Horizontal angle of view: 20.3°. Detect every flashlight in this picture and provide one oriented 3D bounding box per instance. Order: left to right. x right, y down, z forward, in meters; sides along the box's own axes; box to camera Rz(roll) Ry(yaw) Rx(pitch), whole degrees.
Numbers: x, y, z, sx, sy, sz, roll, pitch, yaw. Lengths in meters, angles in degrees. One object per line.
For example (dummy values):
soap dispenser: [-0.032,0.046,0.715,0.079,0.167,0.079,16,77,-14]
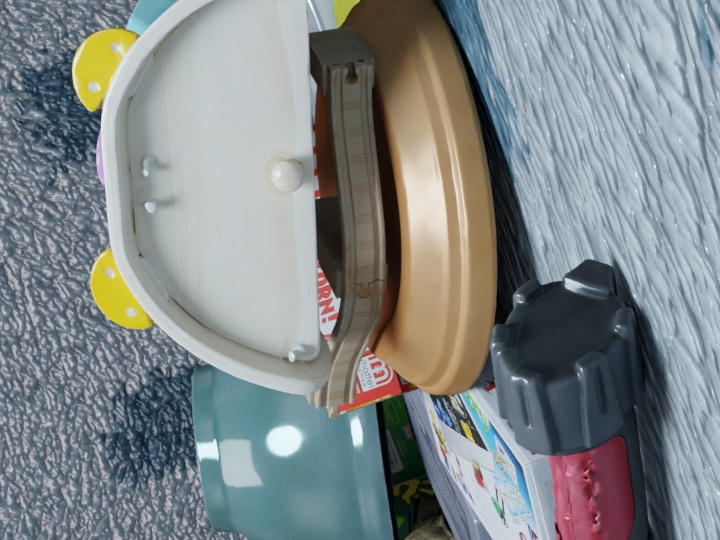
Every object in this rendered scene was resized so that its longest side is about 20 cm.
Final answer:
flashlight: [0.085,0.094,0.779,0.068,0.067,0.201,-113,5,-46]

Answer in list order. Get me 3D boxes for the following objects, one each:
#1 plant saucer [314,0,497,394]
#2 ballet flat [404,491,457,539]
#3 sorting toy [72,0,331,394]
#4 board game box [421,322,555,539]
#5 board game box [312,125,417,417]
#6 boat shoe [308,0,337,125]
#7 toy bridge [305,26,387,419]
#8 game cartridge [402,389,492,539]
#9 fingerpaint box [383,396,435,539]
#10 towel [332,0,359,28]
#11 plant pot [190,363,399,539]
plant saucer: [0.016,-0.037,0.972,0.200,0.037,0.202,170,90,-76]
ballet flat: [0.061,0.201,1.420,0.200,0.065,0.071,-63,-31,-80]
sorting toy: [-0.067,-0.069,0.954,0.180,0.106,0.202,-86,-5,-69]
board game box: [0.074,0.091,1.018,0.200,0.034,0.127,-124,16,-58]
board game box: [0.000,0.000,1.165,0.200,0.046,0.153,-4,-105,-78]
boat shoe: [-0.025,-0.094,1.291,0.072,0.068,0.202,-121,13,-67]
toy bridge: [-0.008,-0.010,0.953,0.067,0.027,0.202,-119,26,-51]
game cartridge: [0.067,0.126,1.303,0.201,0.041,0.134,-115,5,-52]
fingerpaint box: [0.021,0.148,1.665,0.168,0.073,0.201,78,172,-47]
towel: [0.024,-0.075,1.139,0.086,0.018,0.202,111,141,-74]
plant pot: [-0.049,0.120,1.448,0.200,0.133,0.203,-7,-90,-89]
